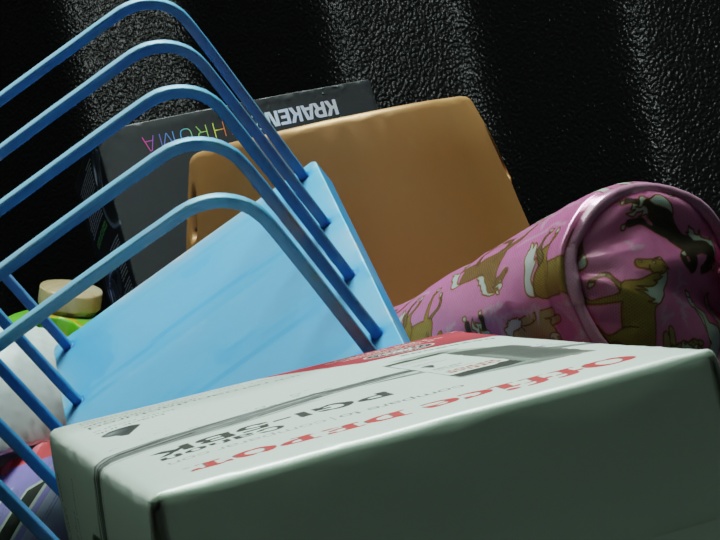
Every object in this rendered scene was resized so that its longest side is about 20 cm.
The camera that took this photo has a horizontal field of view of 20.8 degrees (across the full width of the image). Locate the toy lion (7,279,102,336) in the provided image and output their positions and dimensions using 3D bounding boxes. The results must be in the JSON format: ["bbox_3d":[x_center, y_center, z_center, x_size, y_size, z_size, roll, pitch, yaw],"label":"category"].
[{"bbox_3d":[-0.166,0.068,1.366,0.199,0.069,0.192,13,12,14],"label":"toy lion"}]

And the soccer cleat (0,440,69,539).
[{"bbox_3d":[-0.118,0.094,0.821,0.199,0.074,0.068,-12,3,11],"label":"soccer cleat"}]

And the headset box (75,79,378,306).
[{"bbox_3d":[-0.056,0.010,1.149,0.173,0.201,0.093,-12,-14,-18],"label":"headset box"}]

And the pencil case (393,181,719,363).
[{"bbox_3d":[0.055,0.036,0.734,0.200,0.087,0.083,-31,15,52],"label":"pencil case"}]

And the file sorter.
[{"bbox_3d":[-0.079,0.006,0.721,0.138,0.123,0.200,-36,30,5],"label":"file sorter"}]

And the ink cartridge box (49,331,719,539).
[{"bbox_3d":[0.002,0.072,0.535,0.146,0.083,0.200,-13,3,-16],"label":"ink cartridge box"}]

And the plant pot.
[{"bbox_3d":[0.000,0.000,0.924,0.199,0.141,0.200,-12,3,1],"label":"plant pot"}]

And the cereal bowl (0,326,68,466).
[{"bbox_3d":[-0.208,0.078,0.893,0.199,0.084,0.200,-24,-10,-5],"label":"cereal bowl"}]
